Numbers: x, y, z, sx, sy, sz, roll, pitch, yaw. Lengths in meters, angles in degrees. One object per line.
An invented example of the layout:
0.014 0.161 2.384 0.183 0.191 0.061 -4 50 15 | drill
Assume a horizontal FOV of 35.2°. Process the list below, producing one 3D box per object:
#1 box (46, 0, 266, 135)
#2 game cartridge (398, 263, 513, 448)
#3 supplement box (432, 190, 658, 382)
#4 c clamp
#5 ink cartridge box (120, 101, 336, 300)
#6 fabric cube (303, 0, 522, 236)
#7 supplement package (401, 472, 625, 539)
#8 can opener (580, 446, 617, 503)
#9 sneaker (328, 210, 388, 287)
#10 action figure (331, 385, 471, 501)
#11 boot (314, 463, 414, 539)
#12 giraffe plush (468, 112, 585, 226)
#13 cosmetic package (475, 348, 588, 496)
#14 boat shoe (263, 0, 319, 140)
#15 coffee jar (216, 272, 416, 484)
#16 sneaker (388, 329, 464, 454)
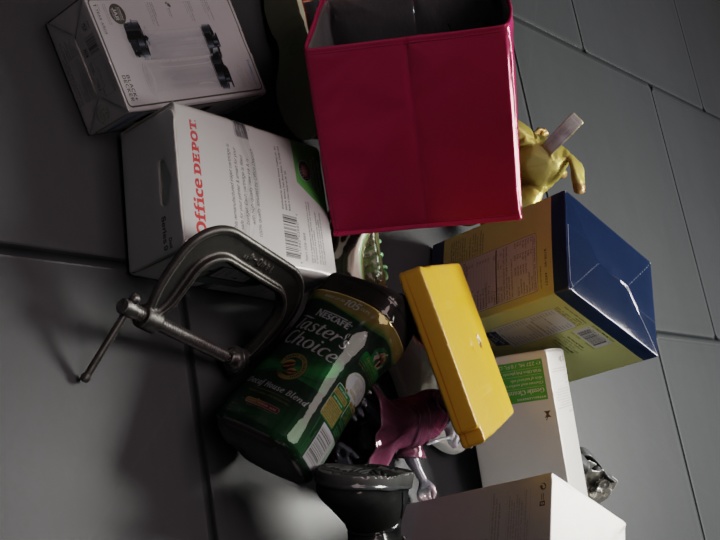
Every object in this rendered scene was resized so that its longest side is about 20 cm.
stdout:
-0.191 -0.204 1.098 0.200 0.060 0.117 -23 91 -53 | box
0.099 0.080 1.145 0.177 0.032 0.200 70 16 5 | game cartridge
0.220 0.036 1.375 0.200 0.199 0.135 33 49 -38 | supplement box
-0.139 0.042 1.018 0.200 0.027 0.171 26 97 -51 | c clamp
-0.125 -0.061 1.088 0.200 0.084 0.147 13 63 -48 | ink cartridge box
0.061 -0.173 1.160 0.196 0.199 0.200 -82 165 -62 | fabric cube
0.145 0.333 1.133 0.147 0.199 0.192 37 47 -35 | supplement package
0.260 0.243 1.461 0.200 0.053 0.067 38 14 -34 | can opener
0.000 0.000 1.232 0.089 0.077 0.201 36 55 -41 | sneaker
0.041 0.161 1.191 0.200 0.134 0.149 -7 51 -49 | action figure
-0.003 0.279 1.019 0.165 0.065 0.201 21 77 -63 | boot
0.200 -0.141 1.497 0.173 0.199 0.162 61 8 -4 | giraffe plush
0.193 0.197 1.309 0.085 0.107 0.201 7 72 -66 | cosmetic package
-0.059 -0.236 1.278 0.062 0.071 0.201 12 59 -51 | boat shoe
-0.037 0.093 1.057 0.200 0.104 0.086 -52 139 -28 | coffee jar
0.085 0.117 1.264 0.201 0.084 0.073 60 36 -14 | sneaker
